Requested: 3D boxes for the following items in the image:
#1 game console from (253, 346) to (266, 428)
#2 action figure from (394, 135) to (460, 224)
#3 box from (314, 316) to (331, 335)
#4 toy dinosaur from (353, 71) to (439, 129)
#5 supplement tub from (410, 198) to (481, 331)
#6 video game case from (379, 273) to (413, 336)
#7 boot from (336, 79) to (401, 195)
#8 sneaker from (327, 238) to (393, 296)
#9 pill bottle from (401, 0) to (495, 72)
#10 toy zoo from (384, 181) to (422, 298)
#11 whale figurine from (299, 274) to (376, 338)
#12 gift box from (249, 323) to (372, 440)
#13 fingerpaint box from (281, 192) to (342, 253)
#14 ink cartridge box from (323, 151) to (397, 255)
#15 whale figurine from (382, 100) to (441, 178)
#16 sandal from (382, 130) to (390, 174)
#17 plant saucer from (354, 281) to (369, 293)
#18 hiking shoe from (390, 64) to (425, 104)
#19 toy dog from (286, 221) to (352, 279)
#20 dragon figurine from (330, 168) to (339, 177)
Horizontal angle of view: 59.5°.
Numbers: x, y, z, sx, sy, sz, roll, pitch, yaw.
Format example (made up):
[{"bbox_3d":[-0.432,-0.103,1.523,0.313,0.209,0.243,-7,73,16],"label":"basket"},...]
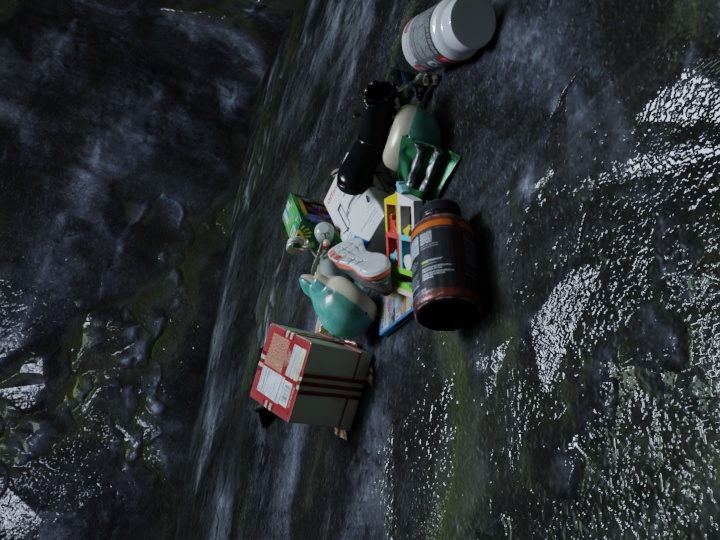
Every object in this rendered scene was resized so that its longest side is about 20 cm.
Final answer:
[{"bbox_3d":[-0.242,0.324,1.817,0.174,0.116,0.202,-24,47,25],"label":"game console"},{"bbox_3d":[0.101,-0.137,1.187,0.055,0.117,0.202,-36,-34,-60],"label":"action figure"},{"bbox_3d":[-0.095,0.182,1.516,0.041,0.038,0.203,170,114,-68],"label":"box"},{"bbox_3d":[0.082,-0.350,1.348,0.198,0.089,0.048,-31,40,-2],"label":"toy dinosaur"},{"bbox_3d":[0.132,-0.014,0.993,0.107,0.106,0.202,-48,33,49],"label":"supplement tub"},{"bbox_3d":[0.090,0.024,1.193,0.200,0.018,0.145,-45,36,52],"label":"video game case"},{"bbox_3d":[0.016,-0.264,1.236,0.164,0.073,0.199,100,-164,-47],"label":"boot"},{"bbox_3d":[0.000,0.000,1.225,0.200,0.076,0.083,37,153,58],"label":"sneaker"},{"bbox_3d":[0.167,-0.454,1.209,0.200,0.113,0.115,22,95,69],"label":"pill bottle"},{"bbox_3d":[0.078,-0.058,1.132,0.131,0.020,0.203,-160,66,-69],"label":"toy zoo"},{"bbox_3d":[-0.060,0.072,1.303,0.199,0.159,0.104,20,71,44],"label":"whale figurine"},{"bbox_3d":[-0.086,0.226,1.276,0.199,0.185,0.187,23,95,49],"label":"gift box"},{"bbox_3d":[-0.094,-0.108,1.545,0.200,0.165,0.074,-117,46,-62],"label":"fingerpaint box"},{"bbox_3d":[0.012,-0.129,1.335,0.147,0.083,0.201,-59,44,36],"label":"ink cartridge box"},{"bbox_3d":[0.109,-0.258,1.272,0.200,0.102,0.161,-52,-20,-81],"label":"whale figurine"},{"bbox_3d":[0.041,-0.231,1.433,0.048,0.075,0.202,-60,-6,-68],"label":"sandal"},{"bbox_3d":[-0.012,0.061,1.425,0.070,0.019,0.201,-105,35,-54],"label":"plant saucer"},{"bbox_3d":[0.068,-0.359,1.425,0.202,0.086,0.075,-65,23,24],"label":"hiking shoe"},{"bbox_3d":[-0.067,-0.011,1.404,0.131,0.200,0.097,-27,54,15],"label":"toy dog"},{"bbox_3d":[-0.005,-0.222,1.542,0.199,0.100,0.059,-39,25,-1],"label":"dragon figurine"}]
